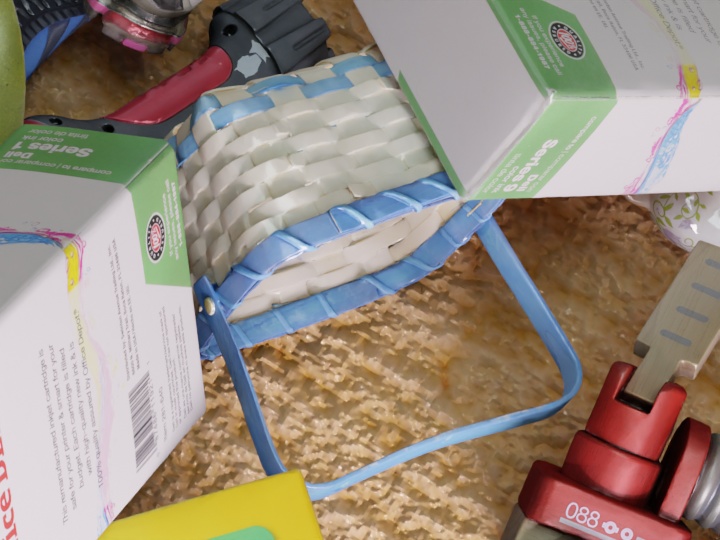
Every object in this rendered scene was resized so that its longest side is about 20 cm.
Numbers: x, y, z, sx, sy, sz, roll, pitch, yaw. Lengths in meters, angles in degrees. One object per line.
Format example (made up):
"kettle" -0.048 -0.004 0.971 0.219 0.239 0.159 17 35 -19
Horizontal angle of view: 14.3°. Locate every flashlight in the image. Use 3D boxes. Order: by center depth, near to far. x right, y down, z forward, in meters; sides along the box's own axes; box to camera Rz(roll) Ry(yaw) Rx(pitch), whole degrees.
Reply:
"flashlight" -0.108 -0.082 1.460 0.200 0.068 0.068 -37 45 -24

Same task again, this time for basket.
"basket" 0.000 0.000 1.404 0.176 0.139 0.201 -15 68 -30

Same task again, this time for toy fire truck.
"toy fire truck" 0.176 0.098 1.403 0.175 0.129 0.201 22 93 -3

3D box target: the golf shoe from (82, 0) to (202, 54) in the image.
"golf shoe" -0.101 -0.204 1.469 0.072 0.092 0.201 17 40 -29

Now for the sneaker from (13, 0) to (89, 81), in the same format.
"sneaker" -0.189 -0.122 1.459 0.066 0.078 0.200 46 46 -11

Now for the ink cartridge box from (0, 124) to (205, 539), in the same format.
"ink cartridge box" -0.152 0.047 1.244 0.084 0.146 0.200 8 32 22

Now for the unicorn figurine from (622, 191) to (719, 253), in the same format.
"unicorn figurine" 0.216 -0.014 1.504 0.200 0.074 0.137 35 73 19

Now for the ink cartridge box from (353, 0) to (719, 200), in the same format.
"ink cartridge box" 0.112 -0.116 1.419 0.199 0.088 0.146 -5 56 -40

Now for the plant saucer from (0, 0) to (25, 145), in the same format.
"plant saucer" -0.243 -0.089 1.370 0.031 0.200 0.201 -4 64 -54

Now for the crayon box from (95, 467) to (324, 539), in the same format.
"crayon box" -0.097 0.200 1.276 0.199 0.058 0.173 -14 75 -19
